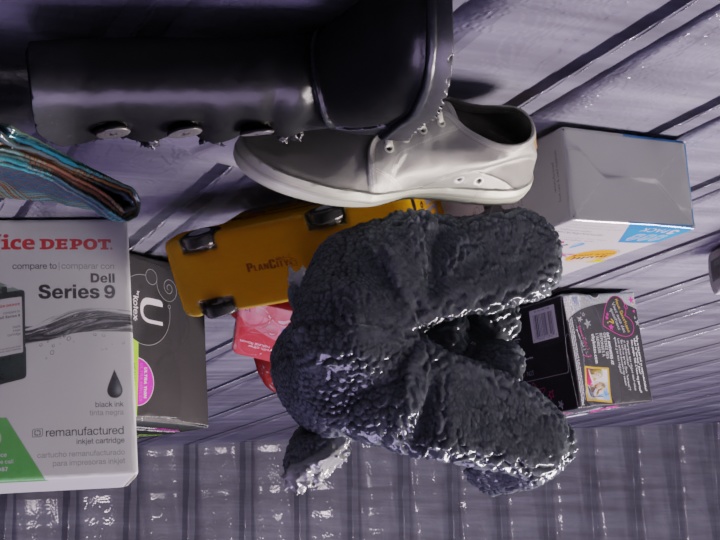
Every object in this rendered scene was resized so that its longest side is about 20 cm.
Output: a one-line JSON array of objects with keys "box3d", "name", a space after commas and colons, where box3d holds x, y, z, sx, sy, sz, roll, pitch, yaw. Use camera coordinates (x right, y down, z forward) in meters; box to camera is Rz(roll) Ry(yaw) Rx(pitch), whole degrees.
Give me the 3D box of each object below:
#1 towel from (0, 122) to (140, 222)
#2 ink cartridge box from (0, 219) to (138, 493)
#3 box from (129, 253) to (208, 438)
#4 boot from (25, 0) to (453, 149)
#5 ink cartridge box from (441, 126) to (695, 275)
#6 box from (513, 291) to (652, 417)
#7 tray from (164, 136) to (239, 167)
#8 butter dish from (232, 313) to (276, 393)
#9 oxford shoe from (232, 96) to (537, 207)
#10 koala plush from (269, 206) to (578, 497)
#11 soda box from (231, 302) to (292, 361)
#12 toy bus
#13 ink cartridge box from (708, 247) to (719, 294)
[{"box3d": [-0.239, -0.061, 0.714, 0.199, 0.022, 0.147, 8, 172, 21], "name": "towel"}, {"box3d": [-0.250, 0.065, 0.988, 0.145, 0.201, 0.084, -1, 165, -17], "name": "ink cartridge box"}, {"box3d": [-0.250, 0.076, 1.154, 0.199, 0.149, 0.124, -12, 164, 33], "name": "box"}, {"box3d": [-0.063, -0.102, 0.629, 0.199, 0.066, 0.165, 2, 165, -8], "name": "boot"}, {"box3d": [0.133, -0.039, 0.953, 0.115, 0.068, 0.200, 3, 166, -30], "name": "ink cartridge box"}, {"box3d": [0.225, 0.105, 1.503, 0.114, 0.133, 0.200, -1, 168, -31], "name": "box"}, {"box3d": [-0.027, -0.078, 0.829, 0.107, 0.022, 0.199, -16, 163, 39], "name": "tray"}, {"box3d": [-0.028, 0.084, 1.274, 0.199, 0.149, 0.200, -5, 167, 4], "name": "butter dish"}, {"box3d": [0.020, -0.075, 0.750, 0.199, 0.075, 0.058, -2, 128, -28], "name": "oxford shoe"}, {"box3d": [0.006, 0.055, 0.823, 0.183, 0.178, 0.200, 7, 165, -29], "name": "koala plush"}, {"box3d": [-0.011, 0.052, 1.150, 0.199, 0.064, 0.070, 12, 129, -1], "name": "soda box"}, {"box3d": [-0.041, -0.018, 0.955, 0.199, 0.065, 0.078, -10, -164, 24], "name": "toy bus"}, {"box3d": [0.451, -0.016, 1.223, 0.199, 0.050, 0.162, 0, 168, -4], "name": "ink cartridge box"}]
